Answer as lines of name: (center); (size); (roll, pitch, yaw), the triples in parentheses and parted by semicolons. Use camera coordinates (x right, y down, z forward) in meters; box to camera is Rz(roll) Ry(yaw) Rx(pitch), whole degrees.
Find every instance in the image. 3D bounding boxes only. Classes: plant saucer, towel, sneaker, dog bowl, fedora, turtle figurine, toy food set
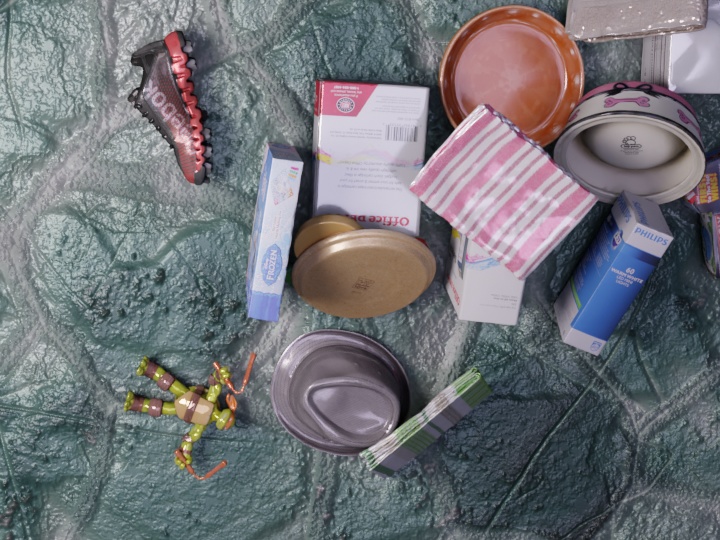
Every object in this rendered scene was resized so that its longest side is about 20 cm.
plant saucer: (0.203, -0.257, 1.686); (0.199, 0.032, 0.201); (-2, 102, -7)
towel: (0.178, -0.094, 1.541); (0.200, 0.030, 0.146); (38, 104, -14)
sneaker: (-0.248, -0.205, 1.617); (0.097, 0.071, 0.201); (-13, 101, -5)
towel: (0.092, 0.210, 1.717); (0.200, 0.149, 0.031); (-40, 73, 0)
dog bowl: (0.359, -0.171, 1.651); (0.199, 0.200, 0.074); (21, 59, -11)
fedora: (-0.023, 0.179, 1.711); (0.199, 0.090, 0.177); (28, 96, -12)
turtle figurine: (-0.231, 0.174, 1.697); (0.161, 0.064, 0.201); (23, 106, -4)
towel: (0.356, -0.366, 1.605); (0.034, 0.199, 0.133); (14, 80, -49)
toy food set: (0.000, 0.000, 1.651); (0.199, 0.049, 0.198); (2, 144, -12)

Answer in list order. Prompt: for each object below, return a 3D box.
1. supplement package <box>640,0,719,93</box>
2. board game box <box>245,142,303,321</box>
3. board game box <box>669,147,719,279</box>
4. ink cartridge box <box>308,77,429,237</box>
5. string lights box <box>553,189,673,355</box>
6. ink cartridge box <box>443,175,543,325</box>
supplement package: (0.492, -0.318, 1.670); (0.199, 0.111, 0.156); (-1, 101, -8)
board game box: (-0.113, -0.055, 1.597); (0.043, 0.200, 0.200); (9, 100, -8)
board game box: (0.526, -0.097, 1.745); (0.199, 0.062, 0.201); (-8, 102, -5)
ink cartridge box: (0.008, -0.150, 1.654); (0.145, 0.083, 0.201); (3, 101, -8)
string lights box: (0.339, 0.003, 1.688); (0.059, 0.103, 0.200); (22, 117, -12)
ink cartridge box: (0.174, -0.046, 1.651); (0.087, 0.145, 0.201); (4, 110, -6)
